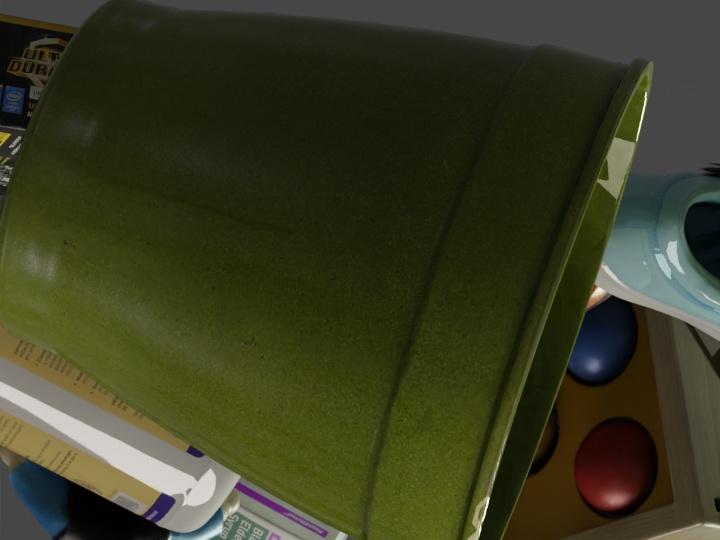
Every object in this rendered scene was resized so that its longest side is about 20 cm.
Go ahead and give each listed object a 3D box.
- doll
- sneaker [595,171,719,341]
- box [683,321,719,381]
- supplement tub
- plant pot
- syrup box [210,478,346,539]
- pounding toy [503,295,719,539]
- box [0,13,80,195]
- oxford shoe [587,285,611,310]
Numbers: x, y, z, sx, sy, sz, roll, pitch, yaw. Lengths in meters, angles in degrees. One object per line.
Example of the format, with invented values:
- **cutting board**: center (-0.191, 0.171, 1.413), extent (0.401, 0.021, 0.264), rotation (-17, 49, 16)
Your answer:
- **doll**: center (-0.126, 0.106, 1.308), extent (0.136, 0.049, 0.200), rotation (19, -150, -22)
- **sneaker**: center (0.192, 0.003, 1.131), extent (0.200, 0.074, 0.082), rotation (11, 176, -31)
- **box**: center (0.248, 0.042, 1.267), extent (0.200, 0.032, 0.121), rotation (14, -146, -36)
- **supplement tub**: center (-0.137, 0.024, 1.227), extent (0.200, 0.146, 0.145), rotation (28, 170, -8)
- **plant pot**: center (-0.019, -0.009, 0.891), extent (0.193, 0.201, 0.200), rotation (19, 175, 8)
- **syrup box**: center (-0.036, 0.124, 1.464), extent (0.081, 0.079, 0.200), rotation (29, -150, 5)
- **pounding toy**: center (0.107, 0.100, 1.330), extent (0.200, 0.185, 0.142), rotation (-22, 155, 36)
- **box**: center (-0.157, -0.067, 1.054), extent (0.159, 0.049, 0.200), rotation (7, 173, -14)
- **oxford shoe**: center (0.063, 0.014, 1.256), extent (0.200, 0.071, 0.072), rotation (-18, 177, 41)
